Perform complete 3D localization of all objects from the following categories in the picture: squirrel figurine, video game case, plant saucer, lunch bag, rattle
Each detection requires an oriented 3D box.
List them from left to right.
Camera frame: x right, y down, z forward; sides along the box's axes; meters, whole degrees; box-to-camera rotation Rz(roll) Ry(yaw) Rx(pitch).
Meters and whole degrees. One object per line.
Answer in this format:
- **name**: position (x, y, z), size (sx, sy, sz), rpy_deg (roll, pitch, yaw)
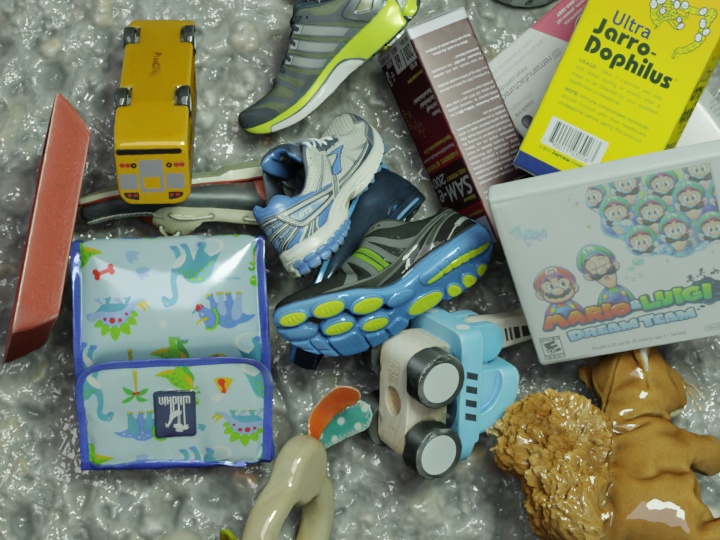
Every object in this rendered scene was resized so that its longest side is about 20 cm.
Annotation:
- **plant saucer**: position (-0.265, -0.028, 1.267), size (0.037, 0.200, 0.200), rpy_deg (10, 77, -13)
- **lunch bag**: position (-0.161, 0.071, 1.287), size (0.169, 0.127, 0.201), rpy_deg (-1, 89, -4)
- **rattle**: position (-0.085, 0.180, 1.271), size (0.143, 0.130, 0.201), rpy_deg (14, 95, 42)
- **squirrel figurine**: position (0.214, 0.147, 1.257), size (0.199, 0.142, 0.187), rpy_deg (7, 68, -22)
- **video game case**: position (0.220, -0.011, 1.195), size (0.199, 0.182, 0.024), rpy_deg (-11, 37, 15)

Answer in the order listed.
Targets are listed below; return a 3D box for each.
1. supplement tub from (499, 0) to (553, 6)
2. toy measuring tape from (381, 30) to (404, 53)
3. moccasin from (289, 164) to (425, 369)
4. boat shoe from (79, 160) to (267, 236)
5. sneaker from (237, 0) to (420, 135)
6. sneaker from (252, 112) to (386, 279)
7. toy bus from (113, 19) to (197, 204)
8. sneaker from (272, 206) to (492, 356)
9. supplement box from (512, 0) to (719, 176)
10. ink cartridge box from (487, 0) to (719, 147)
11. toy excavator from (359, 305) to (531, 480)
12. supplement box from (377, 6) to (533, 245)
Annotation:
- **supplement tub**: position (0.161, -0.330, 1.345), size (0.122, 0.200, 0.123), rpy_deg (0, 77, -2)
- **toy measuring tape**: position (0.024, -0.233, 1.385), size (0.200, 0.074, 0.074), rpy_deg (24, 77, 4)
- **moccasin**: position (0.000, 0.000, 1.326), size (0.068, 0.080, 0.200), rpy_deg (25, 78, -1)
- **boat shoe**: position (-0.153, -0.057, 1.340), size (0.199, 0.071, 0.063), rpy_deg (-8, 103, -7)
- **sneaker**: position (-0.041, -0.201, 1.343), size (0.200, 0.074, 0.081), rpy_deg (-41, 101, 16)
- **sneaker**: position (-0.039, -0.088, 1.300), size (0.085, 0.077, 0.200), rpy_deg (46, 36, -21)
- **toy bus**: position (-0.179, -0.148, 1.326), size (0.065, 0.078, 0.200), rpy_deg (-2, 38, -2)
- **sneaker**: position (0.015, 0.007, 1.265), size (0.199, 0.071, 0.083), rpy_deg (-27, 44, -15)
- **supplement box**: position (0.223, -0.157, 1.221), size (0.109, 0.109, 0.200), rpy_deg (28, 107, 12)
- **ink cartridge box**: position (0.224, -0.142, 1.328), size (0.145, 0.084, 0.200), rpy_deg (-40, 85, 22)
- **toy excavator**: position (0.106, 0.066, 1.299), size (0.199, 0.100, 0.195), rpy_deg (-9, 110, -31)
- **supplement box**: position (0.091, -0.119, 1.320), size (0.061, 0.109, 0.200), rpy_deg (-24, 89, -14)
